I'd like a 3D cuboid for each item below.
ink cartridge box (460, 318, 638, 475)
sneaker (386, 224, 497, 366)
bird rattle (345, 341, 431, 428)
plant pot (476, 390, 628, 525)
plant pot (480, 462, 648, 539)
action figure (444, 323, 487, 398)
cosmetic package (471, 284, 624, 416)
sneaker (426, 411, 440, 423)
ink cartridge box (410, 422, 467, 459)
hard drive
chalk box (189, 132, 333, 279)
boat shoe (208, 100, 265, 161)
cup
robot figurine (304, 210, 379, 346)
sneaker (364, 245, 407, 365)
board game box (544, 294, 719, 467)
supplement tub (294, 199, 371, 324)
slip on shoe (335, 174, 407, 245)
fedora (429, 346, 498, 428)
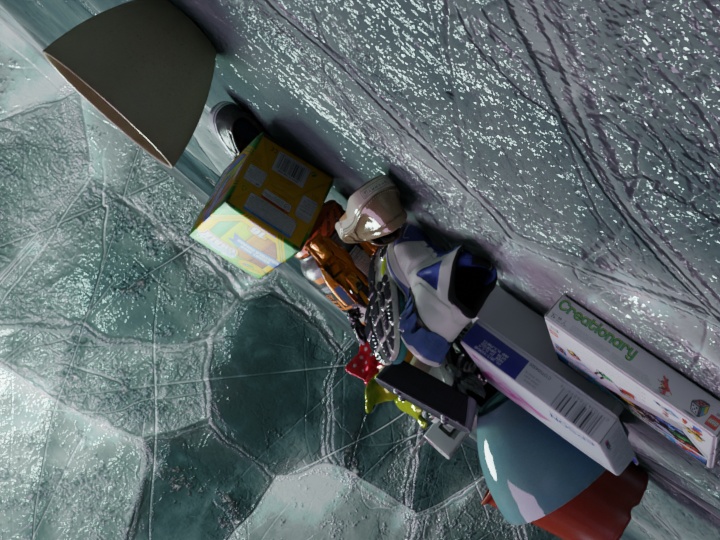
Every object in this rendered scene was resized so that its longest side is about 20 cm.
[{"bbox_3d":[0.220,0.155,1.155,0.196,0.043,0.200,36,171,32],"label":"ink cartridge box"},{"bbox_3d":[0.100,0.008,1.144,0.080,0.115,0.200,33,-152,-28],"label":"sneaker"},{"bbox_3d":[0.065,0.134,1.477,0.112,0.163,0.200,30,-163,-14],"label":"bird rattle"},{"bbox_3d":[0.230,0.216,1.321,0.135,0.200,0.200,51,173,0],"label":"plant pot"},{"bbox_3d":[0.318,0.322,1.531,0.195,0.201,0.201,30,171,11],"label":"plant pot"},{"bbox_3d":[0.162,0.116,1.338,0.102,0.119,0.200,41,169,37],"label":"action figure"},{"bbox_3d":[0.219,0.096,1.160,0.200,0.051,0.083,37,174,22],"label":"cosmetic package"},{"bbox_3d":[0.185,0.208,1.650,0.120,0.084,0.200,32,-145,2],"label":"sneaker"},{"bbox_3d":[0.191,0.316,2.041,0.068,0.200,0.116,38,173,13],"label":"ink cartridge box"},{"bbox_3d":[0.086,0.157,1.265,0.134,0.042,0.200,28,173,9],"label":"hard drive"},{"bbox_3d":[-0.148,-0.079,1.398,0.124,0.124,0.200,31,152,-15],"label":"chalk box"},{"bbox_3d":[-0.147,-0.161,1.445,0.057,0.069,0.200,32,167,45],"label":"boat shoe"},{"bbox_3d":[-0.257,-0.243,1.207,0.200,0.143,0.200,39,173,6],"label":"cup"},{"bbox_3d":[0.025,0.014,1.331,0.200,0.145,0.058,49,175,-2],"label":"robot figurine"},{"bbox_3d":[0.054,0.034,1.225,0.079,0.201,0.078,19,132,-11],"label":"sneaker"},{"bbox_3d":[0.279,0.113,1.011,0.200,0.035,0.126,37,171,27],"label":"board game box"},{"bbox_3d":[0.000,0.000,1.432,0.200,0.123,0.122,43,172,-17],"label":"supplement tub"},{"bbox_3d":[0.019,-0.056,1.185,0.061,0.076,0.200,56,167,6],"label":"slip on shoe"},{"bbox_3d":[0.152,0.175,1.516,0.200,0.090,0.178,24,-139,-46],"label":"fedora"}]
